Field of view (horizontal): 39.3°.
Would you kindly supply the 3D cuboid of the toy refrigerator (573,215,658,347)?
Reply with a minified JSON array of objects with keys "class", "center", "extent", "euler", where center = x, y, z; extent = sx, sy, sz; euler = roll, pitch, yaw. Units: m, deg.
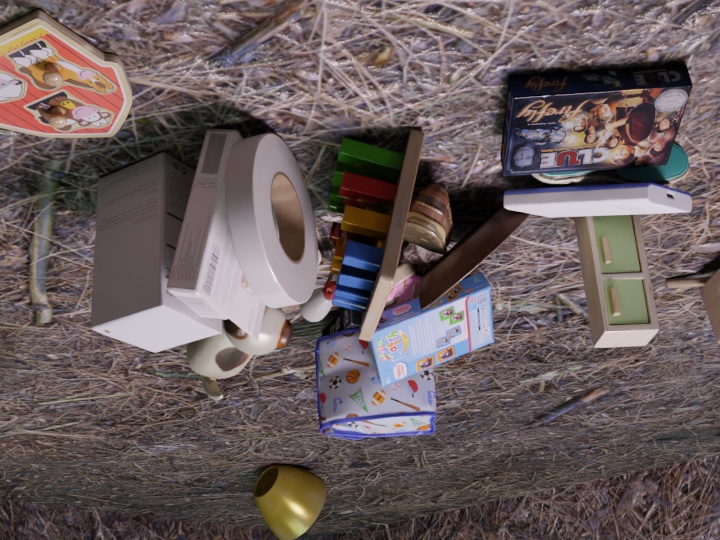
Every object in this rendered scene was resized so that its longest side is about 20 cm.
[{"class":"toy refrigerator","center":[0.344,-0.004,1.364],"extent":[0.074,0.203,0.070],"euler":[-2,158,-3]}]

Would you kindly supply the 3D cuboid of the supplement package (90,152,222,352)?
[{"class":"supplement package","center":[-0.248,-0.019,1.242],"extent":[0.115,0.203,0.117],"euler":[-15,154,28]}]

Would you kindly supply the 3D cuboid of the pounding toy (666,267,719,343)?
[{"class":"pounding toy","center":[0.627,0.028,1.600],"extent":[0.181,0.144,0.201],"euler":[3,145,-16]}]

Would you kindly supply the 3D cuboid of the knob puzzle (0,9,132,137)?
[{"class":"knob puzzle","center":[-0.331,-0.182,1.072],"extent":[0.216,0.031,0.220],"euler":[-4,157,-2]}]

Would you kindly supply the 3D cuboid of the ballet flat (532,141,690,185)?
[{"class":"ballet flat","center":[0.304,-0.137,1.247],"extent":[0.196,0.069,0.062],"euler":[3,177,2]}]

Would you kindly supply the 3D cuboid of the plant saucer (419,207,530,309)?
[{"class":"plant saucer","center":[0.147,-0.025,1.385],"extent":[0.200,0.037,0.200],"euler":[-42,179,-1]}]

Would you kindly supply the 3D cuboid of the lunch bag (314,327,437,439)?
[{"class":"lunch bag","center":[0.023,0.188,1.690],"extent":[0.196,0.173,0.124],"euler":[-4,152,-1]}]

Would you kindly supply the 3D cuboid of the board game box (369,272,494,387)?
[{"class":"board game box","center":[0.110,0.095,1.571],"extent":[0.197,0.037,0.152],"euler":[-22,142,-7]}]

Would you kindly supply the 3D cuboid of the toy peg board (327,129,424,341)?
[{"class":"toy peg board","center":[-0.001,-0.048,1.243],"extent":[0.096,0.202,0.201],"euler":[14,156,-1]}]

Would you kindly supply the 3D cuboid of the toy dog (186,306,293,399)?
[{"class":"toy dog","center":[-0.191,0.083,1.514],"extent":[0.138,0.197,0.199],"euler":[26,151,-29]}]

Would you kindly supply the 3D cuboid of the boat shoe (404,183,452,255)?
[{"class":"boat shoe","center":[0.095,-0.067,1.342],"extent":[0.071,0.068,0.200],"euler":[24,175,5]}]

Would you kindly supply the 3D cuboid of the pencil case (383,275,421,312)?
[{"class":"pencil case","center":[0.063,0.039,1.573],"extent":[0.198,0.088,0.082],"euler":[17,168,-42]}]

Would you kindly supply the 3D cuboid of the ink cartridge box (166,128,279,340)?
[{"class":"ink cartridge box","center":[-0.153,-0.038,1.209],"extent":[0.044,0.203,0.176],"euler":[4,160,20]}]

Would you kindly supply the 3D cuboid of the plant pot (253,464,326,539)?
[{"class":"plant pot","center":[-0.211,0.615,2.767],"extent":[0.199,0.202,0.142],"euler":[-25,122,40]}]

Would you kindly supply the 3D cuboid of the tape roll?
[{"class":"tape roll","center":[-0.100,-0.058,1.177],"extent":[0.036,0.206,0.203],"euler":[-11,156,16]}]

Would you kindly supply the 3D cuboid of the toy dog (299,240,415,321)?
[{"class":"toy dog","center":[0.000,0.000,1.459],"extent":[0.198,0.134,0.096],"euler":[-10,-173,33]}]

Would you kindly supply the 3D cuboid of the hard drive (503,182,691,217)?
[{"class":"hard drive","center":[0.300,-0.088,1.282],"extent":[0.198,0.026,0.131],"euler":[0,177,41]}]

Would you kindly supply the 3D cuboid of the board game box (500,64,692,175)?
[{"class":"board game box","center":[0.264,-0.169,1.153],"extent":[0.196,0.035,0.136],"euler":[-4,146,1]}]

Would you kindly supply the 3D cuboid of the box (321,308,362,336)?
[{"class":"box","center":[0.048,0.109,1.781],"extent":[0.197,0.044,0.160],"euler":[6,155,-20]}]
